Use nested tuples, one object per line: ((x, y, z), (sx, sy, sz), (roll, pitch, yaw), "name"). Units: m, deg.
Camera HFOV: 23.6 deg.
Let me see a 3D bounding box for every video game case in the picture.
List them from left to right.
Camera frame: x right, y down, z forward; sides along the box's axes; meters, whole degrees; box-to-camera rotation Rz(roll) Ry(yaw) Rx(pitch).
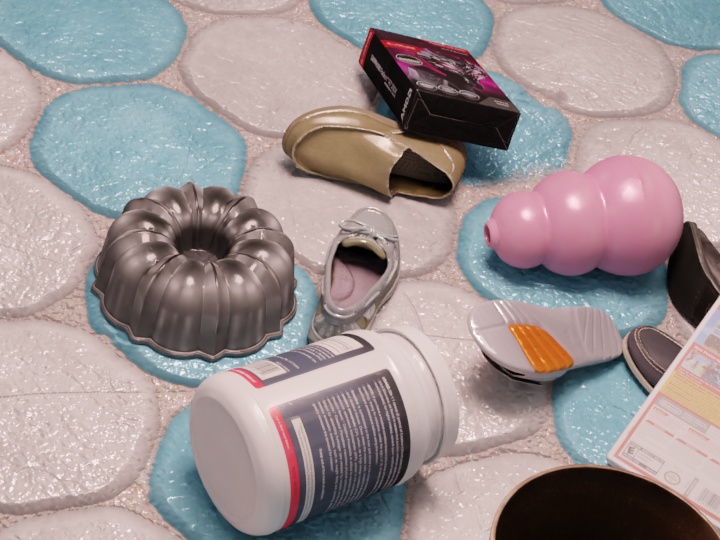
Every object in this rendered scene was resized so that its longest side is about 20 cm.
((0.339, 0.133, 1.581), (0.143, 0.017, 0.200), (32, 73, 23), "video game case")

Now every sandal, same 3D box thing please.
((0.171, 0.077, 1.648), (0.206, 0.059, 0.079), (3, 55, -43), "sandal")

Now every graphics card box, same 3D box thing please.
((0.083, -0.200, 1.876), (0.125, 0.051, 0.200), (11, 25, -20), "graphics card box")

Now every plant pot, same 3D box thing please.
((0.165, 0.282, 1.303), (0.187, 0.200, 0.187), (8, 41, -7), "plant pot")

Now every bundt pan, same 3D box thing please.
((-0.151, -0.011, 1.636), (0.202, 0.076, 0.202), (8, 41, -7), "bundt pan")

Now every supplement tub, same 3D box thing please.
((-0.031, 0.131, 1.462), (0.200, 0.140, 0.140), (-16, 49, -30), "supplement tub")

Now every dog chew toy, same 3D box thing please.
((0.224, -0.049, 1.755), (0.200, 0.125, 0.125), (-9, 45, -12), "dog chew toy")

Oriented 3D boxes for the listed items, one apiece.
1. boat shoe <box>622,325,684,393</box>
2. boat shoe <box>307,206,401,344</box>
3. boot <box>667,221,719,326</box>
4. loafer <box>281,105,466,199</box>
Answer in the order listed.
((0.334, 0.110, 1.642), (0.073, 0.063, 0.200), (-22, 55, -35), "boat shoe")
((-0.002, 0.000, 1.672), (0.074, 0.065, 0.202), (19, 41, 5), "boat shoe")
((0.417, 0.034, 1.761), (0.174, 0.069, 0.200), (3, 46, -20), "boot")
((0.018, -0.120, 1.803), (0.200, 0.076, 0.067), (5, 36, -10), "loafer")
